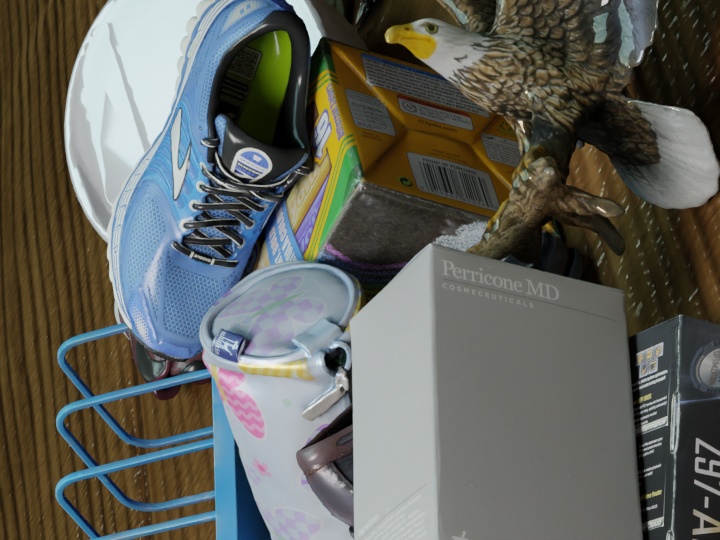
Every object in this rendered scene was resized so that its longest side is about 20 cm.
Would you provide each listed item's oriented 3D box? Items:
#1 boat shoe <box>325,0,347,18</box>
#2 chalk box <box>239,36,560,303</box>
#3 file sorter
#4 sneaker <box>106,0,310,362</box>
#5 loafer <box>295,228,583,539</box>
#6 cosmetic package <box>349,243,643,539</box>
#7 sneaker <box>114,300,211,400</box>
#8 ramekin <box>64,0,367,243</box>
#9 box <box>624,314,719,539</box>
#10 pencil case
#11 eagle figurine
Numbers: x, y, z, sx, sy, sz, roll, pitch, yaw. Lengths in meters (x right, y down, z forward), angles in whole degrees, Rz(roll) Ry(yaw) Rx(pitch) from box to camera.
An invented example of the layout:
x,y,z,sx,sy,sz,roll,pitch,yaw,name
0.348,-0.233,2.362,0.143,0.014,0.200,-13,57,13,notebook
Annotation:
x,y,z,sx,sy,sz,roll,pitch,yaw,name
-0.060,-0.097,1.588,0.072,0.066,0.203,-2,75,66,boat shoe
0.000,0.000,1.324,0.201,0.124,0.124,-58,29,35,chalk box
-0.101,0.138,1.407,0.122,0.139,0.201,-14,53,14,file sorter
-0.075,-0.050,1.271,0.089,0.078,0.202,-155,79,-69,sneaker
0.040,0.043,1.178,0.200,0.063,0.072,-54,12,-33,loafer
0.058,0.100,1.049,0.090,0.106,0.202,-42,43,53,cosmetic package
-0.110,0.009,1.656,0.116,0.075,0.201,-107,27,-42,sneaker
-0.077,-0.092,1.501,0.201,0.094,0.204,-5,81,32,ramekin
0.106,0.123,1.115,0.200,0.043,0.162,-32,49,59,box
-0.016,0.092,1.248,0.090,0.083,0.201,18,137,38,pencil case
0.072,-0.110,1.132,0.151,0.151,0.201,-16,60,23,eagle figurine
